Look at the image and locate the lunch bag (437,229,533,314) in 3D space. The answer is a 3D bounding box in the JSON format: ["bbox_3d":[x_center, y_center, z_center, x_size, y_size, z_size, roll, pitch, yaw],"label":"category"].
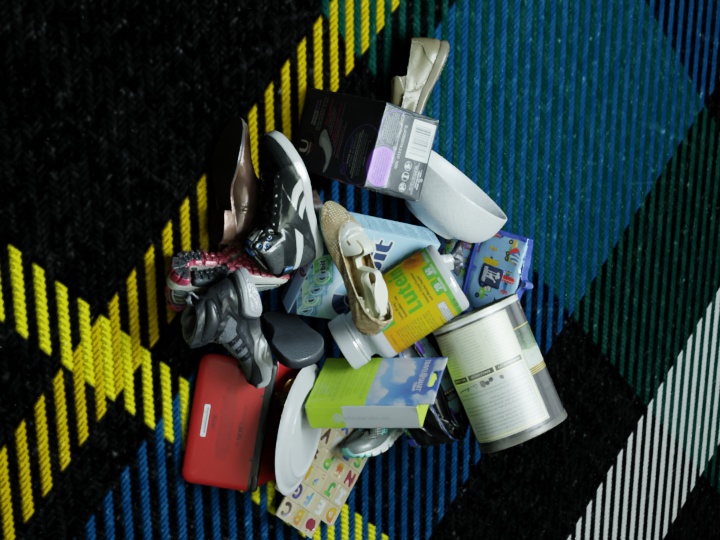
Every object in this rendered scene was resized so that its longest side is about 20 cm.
[{"bbox_3d":[0.210,0.006,1.834,0.093,0.199,0.153,11,96,-39],"label":"lunch bag"}]

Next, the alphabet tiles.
[{"bbox_3d":[-0.062,0.328,1.822,0.166,0.006,0.202,45,68,-42],"label":"alphabet tiles"}]

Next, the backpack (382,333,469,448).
[{"bbox_3d":[0.109,0.162,1.805,0.201,0.134,0.183,55,46,-11],"label":"backpack"}]

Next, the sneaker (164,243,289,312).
[{"bbox_3d":[-0.193,0.010,1.610,0.197,0.081,0.075,-5,134,-36],"label":"sneaker"}]

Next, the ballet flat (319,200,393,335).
[{"bbox_3d":[0.001,-0.007,1.581,0.070,0.065,0.203,-27,99,-41],"label":"ballet flat"}]

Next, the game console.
[{"bbox_3d":[-0.176,0.223,1.715,0.169,0.119,0.204,9,98,-7],"label":"game console"}]

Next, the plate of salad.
[{"bbox_3d":[-0.101,0.239,1.700,0.200,0.047,0.204,10,90,-75],"label":"plate of salad"}]

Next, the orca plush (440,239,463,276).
[{"bbox_3d":[0.066,-0.037,1.788,0.196,0.072,0.107,-9,128,-9],"label":"orca plush"}]

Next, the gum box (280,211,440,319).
[{"bbox_3d":[0.000,0.000,1.706,0.197,0.045,0.171,10,122,-31],"label":"gum box"}]

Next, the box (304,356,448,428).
[{"bbox_3d":[0.028,0.181,1.666,0.122,0.197,0.048,-65,148,-55],"label":"box"}]

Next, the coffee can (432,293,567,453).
[{"bbox_3d":[0.211,0.156,1.704,0.145,0.146,0.203,-22,88,-31],"label":"coffee can"}]

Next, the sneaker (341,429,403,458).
[{"bbox_3d":[0.035,0.239,1.856,0.199,0.077,0.093,-31,105,-39],"label":"sneaker"}]

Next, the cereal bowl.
[{"bbox_3d":[0.131,-0.110,1.754,0.199,0.201,0.084,26,109,-40],"label":"cereal bowl"}]

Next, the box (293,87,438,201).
[{"bbox_3d":[0.002,-0.184,1.615,0.105,0.199,0.124,12,96,-39],"label":"box"}]

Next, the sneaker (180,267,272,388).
[{"bbox_3d":[-0.191,0.093,1.568,0.112,0.076,0.203,-17,128,-14],"label":"sneaker"}]

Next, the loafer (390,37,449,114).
[{"bbox_3d":[0.072,-0.271,1.732,0.067,0.076,0.202,24,97,-2],"label":"loafer"}]

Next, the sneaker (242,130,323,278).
[{"bbox_3d":[-0.123,-0.082,1.550,0.111,0.073,0.203,-32,119,-29],"label":"sneaker"}]

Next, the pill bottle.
[{"bbox_3d":[0.054,0.060,1.673,0.198,0.111,0.112,-33,124,3],"label":"pill bottle"}]

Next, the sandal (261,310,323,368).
[{"bbox_3d":[-0.098,0.107,1.625,0.075,0.200,0.044,-2,105,-12],"label":"sandal"}]

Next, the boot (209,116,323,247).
[{"bbox_3d":[-0.122,-0.121,1.631,0.198,0.064,0.190,2,102,-41],"label":"boot"}]
